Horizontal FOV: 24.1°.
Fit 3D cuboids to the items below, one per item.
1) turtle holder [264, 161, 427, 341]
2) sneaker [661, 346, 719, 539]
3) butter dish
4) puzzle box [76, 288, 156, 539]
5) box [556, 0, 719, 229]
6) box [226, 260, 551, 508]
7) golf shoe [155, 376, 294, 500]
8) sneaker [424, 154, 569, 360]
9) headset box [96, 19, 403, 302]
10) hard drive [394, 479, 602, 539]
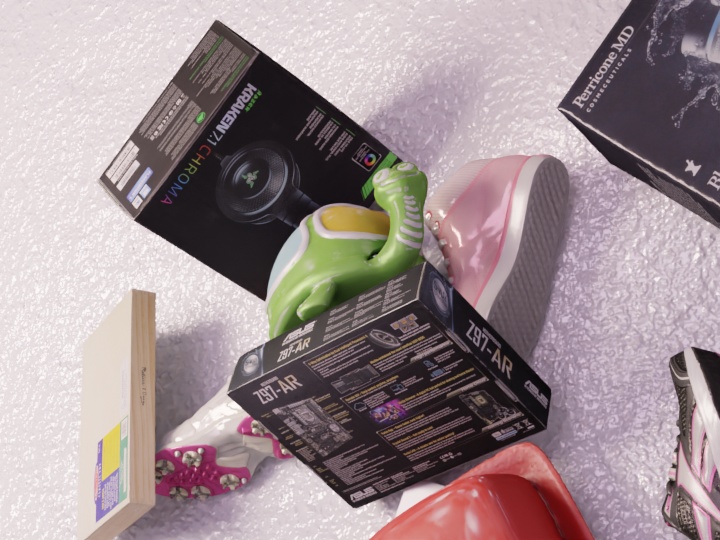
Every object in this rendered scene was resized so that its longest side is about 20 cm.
[{"bbox_3d":[-0.011,0.004,1.372,0.141,0.186,0.132,-8,47,-4],"label":"turtle holder"},{"bbox_3d":[0.251,0.150,1.224,0.086,0.080,0.200,-31,53,31],"label":"sneaker"},{"bbox_3d":[0.069,0.237,1.225,0.199,0.148,0.200,-35,58,15],"label":"butter dish"},{"bbox_3d":[-0.216,0.133,1.495,0.133,0.025,0.200,-40,46,52],"label":"puzzle box"},{"bbox_3d":[0.293,-0.138,1.275,0.200,0.117,0.197,37,94,36],"label":"box"},{"bbox_3d":[0.022,0.095,1.309,0.200,0.160,0.044,-28,30,33],"label":"box"},{"bbox_3d":[-0.109,0.134,1.461,0.200,0.075,0.092,-26,37,24],"label":"golf shoe"},{"bbox_3d":[0.097,-0.001,1.374,0.105,0.075,0.201,9,78,40],"label":"sneaker"},{"bbox_3d":[-0.088,-0.082,1.443,0.174,0.200,0.093,-52,39,4],"label":"headset box"},{"bbox_3d":[0.103,0.250,1.305,0.200,0.027,0.132,15,81,34],"label":"hard drive"}]
